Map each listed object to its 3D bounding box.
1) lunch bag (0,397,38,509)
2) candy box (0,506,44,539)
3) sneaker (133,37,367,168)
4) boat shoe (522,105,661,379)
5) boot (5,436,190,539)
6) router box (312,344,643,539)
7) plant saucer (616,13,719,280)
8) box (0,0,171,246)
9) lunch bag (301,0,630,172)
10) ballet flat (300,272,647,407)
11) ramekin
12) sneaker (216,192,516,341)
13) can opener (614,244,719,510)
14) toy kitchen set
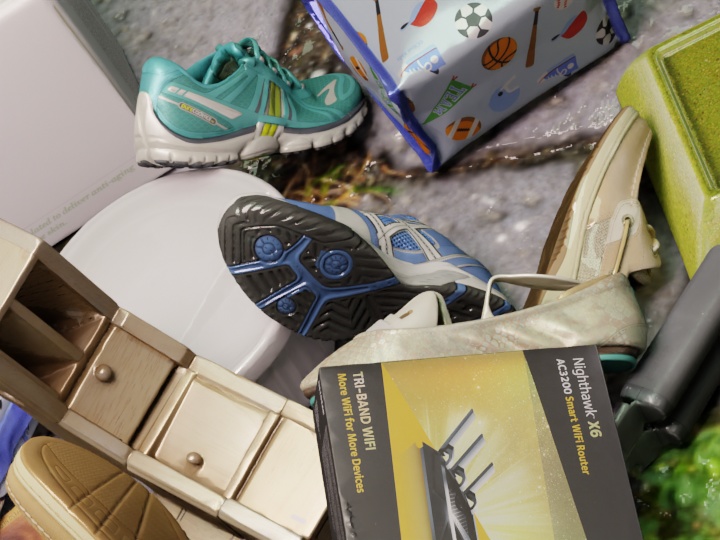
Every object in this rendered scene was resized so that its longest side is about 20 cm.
[{"bbox_3d":[-0.287,0.124,1.530,0.160,0.076,0.200,-23,29,23],"label":"lunch bag"},{"bbox_3d":[-0.190,0.237,1.425,0.117,0.056,0.200,-40,46,-5],"label":"candy box"},{"bbox_3d":[-0.068,-0.115,1.561,0.077,0.200,0.080,6,102,41],"label":"sneaker"},{"bbox_3d":[0.146,-0.007,1.418,0.065,0.072,0.200,23,62,-2],"label":"boat shoe"},{"bbox_3d":[-0.145,0.201,1.272,0.155,0.200,0.073,-45,5,25],"label":"boot"},{"bbox_3d":[0.066,0.141,1.239,0.157,0.052,0.200,-5,57,-9],"label":"router box"},{"bbox_3d":[0.262,-0.105,1.432,0.199,0.048,0.200,-26,46,11],"label":"plant saucer"},{"bbox_3d":[-0.277,-0.129,1.674,0.199,0.200,0.171,-32,43,4],"label":"box"},{"bbox_3d":[0.056,-0.192,1.573,0.170,0.124,0.200,-34,54,-4],"label":"lunch bag"},{"bbox_3d":[0.062,0.037,1.335,0.199,0.067,0.063,-7,76,-4],"label":"ballet flat"},{"bbox_3d":[-0.107,0.040,1.507,0.202,0.094,0.203,-17,47,20],"label":"ramekin"},{"bbox_3d":[0.000,0.000,1.427,0.076,0.200,0.077,-55,26,24],"label":"sneaker"},{"bbox_3d":[0.159,0.070,1.349,0.067,0.053,0.200,18,65,39],"label":"can opener"},{"bbox_3d":[-0.132,0.108,1.301,0.200,0.180,0.163,24,78,28],"label":"toy kitchen set"}]
